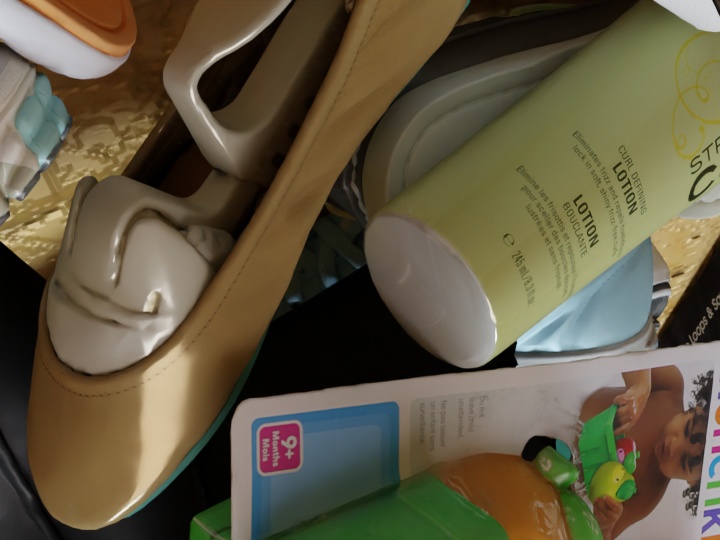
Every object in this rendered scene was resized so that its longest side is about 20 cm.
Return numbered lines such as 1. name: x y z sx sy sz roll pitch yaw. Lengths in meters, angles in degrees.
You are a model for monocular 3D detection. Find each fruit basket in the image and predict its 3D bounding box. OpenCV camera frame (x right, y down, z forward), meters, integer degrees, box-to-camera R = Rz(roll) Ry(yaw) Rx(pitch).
1. fruit basket: 0.049 0.116 0.743 0.199 0.094 0.187 -3 109 -25

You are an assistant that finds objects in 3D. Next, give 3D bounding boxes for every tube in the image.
1. tube: 0.086 -0.048 0.746 0.200 0.052 0.058 -37 160 -29

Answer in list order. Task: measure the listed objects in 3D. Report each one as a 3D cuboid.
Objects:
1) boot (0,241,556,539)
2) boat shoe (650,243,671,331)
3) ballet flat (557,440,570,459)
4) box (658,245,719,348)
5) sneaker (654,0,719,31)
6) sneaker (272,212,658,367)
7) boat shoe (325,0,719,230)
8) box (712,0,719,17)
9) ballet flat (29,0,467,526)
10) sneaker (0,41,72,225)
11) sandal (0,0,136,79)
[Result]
1. boot: -0.044 0.030 0.790 0.167 0.201 0.076 -31 -177 -12
2. boat shoe: 0.038 0.068 0.938 0.199 0.071 0.072 -37 167 2
3. ballet flat: 0.006 0.111 1.008 0.199 0.069 0.063 -32 -164 -36
4. box: 0.192 0.018 1.021 0.142 0.036 0.200 -7 150 -22
5. sneaker: 0.032 -0.102 0.656 0.200 0.070 0.081 30 87 -42
6. sneaker: 0.000 0.000 0.860 0.198 0.074 0.083 -6 114 -11
7. boat shoe: 0.066 -0.050 0.803 0.201 0.060 0.073 -14 114 -39
8. box: 0.159 -0.101 0.636 0.117 0.201 0.196 -33 148 24
9. ballet flat: -0.043 -0.027 0.702 0.063 0.068 0.201 34 87 -51
10. sneaker: -0.170 -0.034 0.694 0.199 0.078 0.087 -22 116 32
11. sandal: -0.094 -0.107 0.606 0.059 0.080 0.206 -31 157 15
